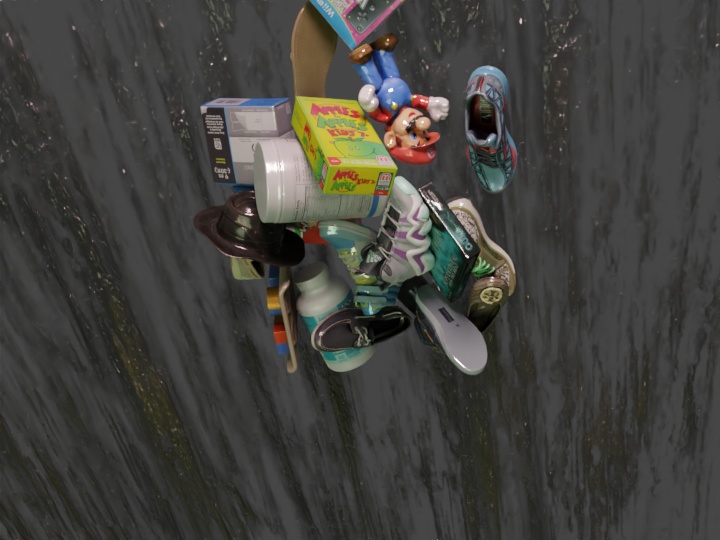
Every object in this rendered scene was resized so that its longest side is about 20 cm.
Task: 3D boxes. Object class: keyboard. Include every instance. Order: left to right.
[{"bbox_3d":[0.121,0.032,1.407,0.200,0.021,0.127,43,132,-10],"label":"keyboard"}]

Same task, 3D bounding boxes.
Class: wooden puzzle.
[{"bbox_3d":[-0.146,0.061,1.442,0.046,0.186,0.202,-3,124,-2],"label":"wooden puzzle"}]

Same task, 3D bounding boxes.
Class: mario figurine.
[{"bbox_3d":[0.067,-0.256,1.160,0.123,0.106,0.201,-26,101,7],"label":"mario figurine"}]

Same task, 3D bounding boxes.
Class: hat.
[{"bbox_3d":[-0.177,-0.088,1.306,0.199,0.201,0.081,26,114,6],"label":"hat"}]

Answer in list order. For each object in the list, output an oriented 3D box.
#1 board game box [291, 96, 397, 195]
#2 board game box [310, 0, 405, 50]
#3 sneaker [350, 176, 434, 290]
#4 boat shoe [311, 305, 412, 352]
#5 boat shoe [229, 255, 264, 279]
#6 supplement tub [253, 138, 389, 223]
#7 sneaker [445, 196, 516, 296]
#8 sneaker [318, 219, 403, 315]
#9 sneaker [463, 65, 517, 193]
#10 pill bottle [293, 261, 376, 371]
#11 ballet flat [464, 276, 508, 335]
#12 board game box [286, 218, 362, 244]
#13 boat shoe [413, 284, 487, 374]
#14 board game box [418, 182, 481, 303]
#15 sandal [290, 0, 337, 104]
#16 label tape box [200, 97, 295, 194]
[{"bbox_3d":[-0.028,-0.185,1.124,0.101,0.201,0.048,-1,129,-21],"label":"board game box"},{"bbox_3d":[0.015,-0.438,1.090,0.148,0.064,0.199,47,129,-11],"label":"board game box"},{"bbox_3d":[0.041,-0.042,1.204,0.078,0.139,0.201,47,162,44],"label":"sneaker"},{"bbox_3d":[0.006,0.106,1.401,0.063,0.198,0.073,15,114,57],"label":"boat shoe"},{"bbox_3d":[-0.219,-0.050,1.458,0.064,0.073,0.201,6,144,6],"label":"boat shoe"},{"bbox_3d":[-0.062,-0.145,1.218,0.198,0.132,0.133,-4,130,-16],"label":"supplement tub"},{"bbox_3d":[0.190,-0.021,1.290,0.077,0.089,0.201,-25,111,35],"label":"sneaker"},{"bbox_3d":[0.000,0.000,1.293,0.199,0.132,0.079,25,166,-32],"label":"sneaker"},{"bbox_3d":[0.185,-0.198,1.162,0.079,0.096,0.202,0,123,25],"label":"sneaker"},{"bbox_3d":[-0.054,0.085,1.464,0.110,0.111,0.201,-12,118,31],"label":"pill bottle"},{"bbox_3d":[0.209,0.076,1.329,0.067,0.047,0.201,12,146,-3],"label":"ballet flat"},{"bbox_3d":[-0.103,-0.123,1.383,0.198,0.040,0.154,2,124,23],"label":"board game box"},{"bbox_3d":[0.156,0.121,1.346,0.070,0.201,0.091,-16,138,-17],"label":"boat shoe"},{"bbox_3d":[0.131,-0.040,1.247,0.136,0.028,0.200,56,166,18],"label":"board game box"},{"bbox_3d":[-0.086,-0.321,1.214,0.069,0.077,0.214,27,120,55],"label":"sandal"},{"bbox_3d":[-0.181,-0.188,1.310,0.143,0.063,0.202,5,116,22],"label":"label tape box"}]
